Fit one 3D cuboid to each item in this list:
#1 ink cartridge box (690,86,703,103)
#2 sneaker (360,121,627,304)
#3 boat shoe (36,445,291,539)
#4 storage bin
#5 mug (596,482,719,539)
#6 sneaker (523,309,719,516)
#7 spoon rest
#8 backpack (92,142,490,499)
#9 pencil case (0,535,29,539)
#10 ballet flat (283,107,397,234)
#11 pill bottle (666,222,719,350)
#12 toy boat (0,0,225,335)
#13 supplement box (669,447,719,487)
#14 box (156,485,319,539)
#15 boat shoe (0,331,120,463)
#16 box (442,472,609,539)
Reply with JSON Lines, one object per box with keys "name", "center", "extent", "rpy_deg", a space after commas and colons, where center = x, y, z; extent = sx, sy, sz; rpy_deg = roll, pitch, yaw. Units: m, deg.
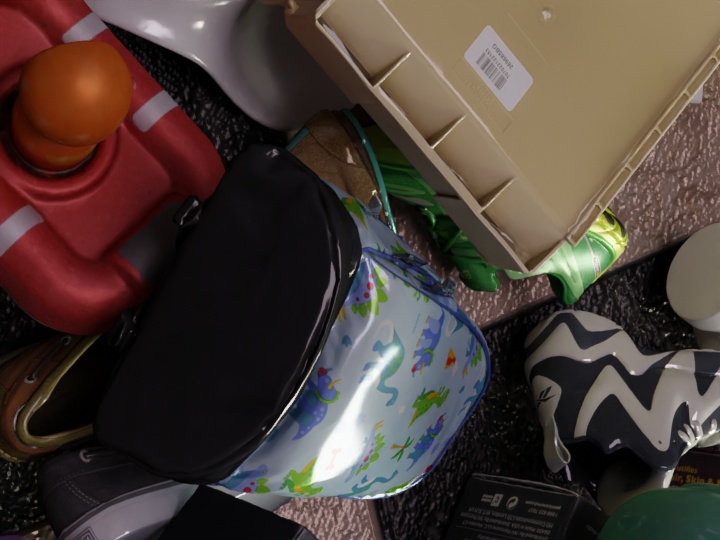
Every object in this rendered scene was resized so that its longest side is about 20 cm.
{"name": "ink cartridge box", "center": [0.170, -0.163, 1.025], "extent": [0.199, 0.039, 0.101], "rpy_deg": [-1, 97, -56]}
{"name": "sneaker", "center": [0.071, -0.031, 0.963], "extent": [0.198, 0.074, 0.084], "rpy_deg": [22, 104, -21]}
{"name": "boat shoe", "center": [-0.094, 0.108, 0.845], "extent": [0.199, 0.070, 0.067], "rpy_deg": [-11, 62, -53]}
{"name": "storage bin", "center": [0.078, -0.136, 0.857], "extent": [0.199, 0.093, 0.200], "rpy_deg": [-49, 115, -14]}
{"name": "mug", "center": [0.193, 0.195, 0.902], "extent": [0.151, 0.185, 0.115], "rpy_deg": [29, 69, -8]}
{"name": "sneaker", "center": [0.196, 0.113, 1.013], "extent": [0.197, 0.079, 0.131], "rpy_deg": [22, 51, -21]}
{"name": "spoon rest", "center": [-0.068, -0.132, 0.864], "extent": [0.198, 0.061, 0.100], "rpy_deg": [12, 113, -34]}
{"name": "backpack", "center": [-0.020, 0.042, 0.802], "extent": [0.153, 0.200, 0.164], "rpy_deg": [30, 91, 12]}
{"name": "pencil case", "center": [-0.128, 0.215, 0.814], "extent": [0.084, 0.085, 0.200], "rpy_deg": [-50, 120, -9]}
{"name": "ballet flat", "center": [0.000, 0.000, 0.918], "extent": [0.072, 0.068, 0.201], "rpy_deg": [-30, 127, -4]}
{"name": "pill bottle", "center": [0.307, 0.042, 1.128], "extent": [0.199, 0.104, 0.105], "rpy_deg": [29, 73, -34]}
{"name": "toy boat", "center": [-0.146, -0.074, 0.754], "extent": [0.200, 0.131, 0.131], "rpy_deg": [47, 62, -5]}
{"name": "supplement box", "center": [0.261, 0.229, 1.091], "extent": [0.085, 0.110, 0.203], "rpy_deg": [13, 83, -36]}
{"name": "box", "center": [-0.047, 0.241, 0.757], "extent": [0.183, 0.104, 0.200], "rpy_deg": [-50, 119, -19]}
{"name": "boat shoe", "center": [-0.111, 0.042, 0.836], "extent": [0.199, 0.068, 0.073], "rpy_deg": [-36, 110, -31]}
{"name": "box", "center": [0.107, 0.251, 0.979], "extent": [0.148, 0.104, 0.202], "rpy_deg": [38, 69, -31]}
